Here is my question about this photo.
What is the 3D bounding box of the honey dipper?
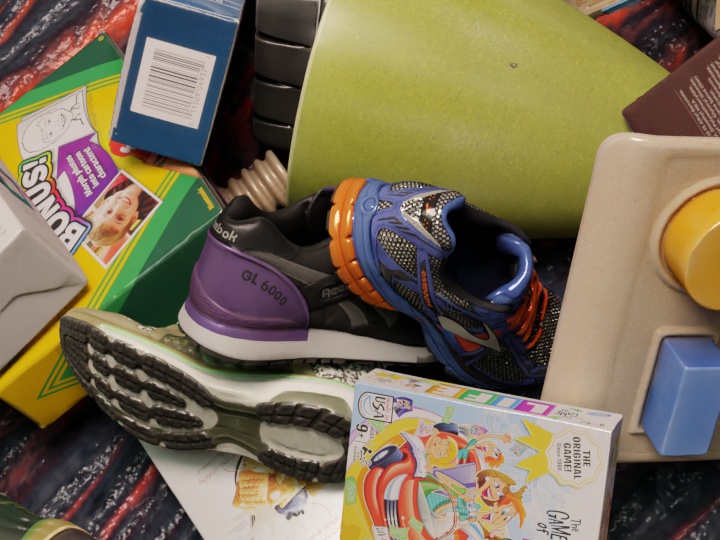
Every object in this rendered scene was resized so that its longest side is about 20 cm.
[{"bbox_3d":[-0.128,-0.006,0.955,0.199,0.038,0.038,-35,61,0],"label":"honey dipper"}]

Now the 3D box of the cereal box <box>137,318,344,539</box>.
[{"bbox_3d":[-0.046,0.096,0.878,0.144,0.040,0.200,-38,61,-5],"label":"cereal box"}]

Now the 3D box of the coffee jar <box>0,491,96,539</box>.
[{"bbox_3d":[-0.232,0.169,0.867,0.199,0.085,0.105,25,73,23],"label":"coffee jar"}]

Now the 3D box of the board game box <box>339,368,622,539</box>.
[{"bbox_3d":[0.054,0.161,0.764,0.134,0.034,0.201,9,101,19],"label":"board game box"}]

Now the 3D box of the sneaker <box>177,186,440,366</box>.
[{"bbox_3d":[0.000,0.000,0.824,0.076,0.199,0.088,38,119,42],"label":"sneaker"}]

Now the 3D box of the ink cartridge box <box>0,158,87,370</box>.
[{"bbox_3d":[-0.261,-0.023,0.898,0.116,0.067,0.200,-45,50,0],"label":"ink cartridge box"}]

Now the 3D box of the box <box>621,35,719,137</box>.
[{"bbox_3d":[0.233,-0.111,0.746,0.100,0.200,0.075,-30,84,-32],"label":"box"}]

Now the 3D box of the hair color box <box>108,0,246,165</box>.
[{"bbox_3d":[-0.104,-0.162,0.930,0.060,0.100,0.200,15,33,-7],"label":"hair color box"}]

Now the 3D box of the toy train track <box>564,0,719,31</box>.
[{"bbox_3d":[0.192,-0.172,0.852,0.199,0.032,0.115,-16,59,51],"label":"toy train track"}]

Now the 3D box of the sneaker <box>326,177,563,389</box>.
[{"bbox_3d":[0.067,0.013,0.805,0.078,0.200,0.076,-4,66,41],"label":"sneaker"}]

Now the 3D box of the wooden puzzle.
[{"bbox_3d":[0.201,0.025,0.739,0.199,0.186,0.046,3,30,-11],"label":"wooden puzzle"}]

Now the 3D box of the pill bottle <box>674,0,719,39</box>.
[{"bbox_3d":[0.253,-0.173,0.893,0.106,0.106,0.200,-35,62,-4],"label":"pill bottle"}]

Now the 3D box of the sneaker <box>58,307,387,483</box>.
[{"bbox_3d":[-0.073,0.055,0.848,0.199,0.077,0.089,18,42,6],"label":"sneaker"}]

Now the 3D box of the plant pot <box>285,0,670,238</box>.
[{"bbox_3d":[0.079,-0.095,0.875,0.199,0.187,0.188,16,69,5],"label":"plant pot"}]

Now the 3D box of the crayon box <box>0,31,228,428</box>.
[{"bbox_3d":[-0.181,-0.031,0.939,0.172,0.058,0.200,-37,51,1],"label":"crayon box"}]

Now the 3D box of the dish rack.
[{"bbox_3d":[-0.037,-0.190,0.951,0.054,0.154,0.201,7,56,-2],"label":"dish rack"}]
